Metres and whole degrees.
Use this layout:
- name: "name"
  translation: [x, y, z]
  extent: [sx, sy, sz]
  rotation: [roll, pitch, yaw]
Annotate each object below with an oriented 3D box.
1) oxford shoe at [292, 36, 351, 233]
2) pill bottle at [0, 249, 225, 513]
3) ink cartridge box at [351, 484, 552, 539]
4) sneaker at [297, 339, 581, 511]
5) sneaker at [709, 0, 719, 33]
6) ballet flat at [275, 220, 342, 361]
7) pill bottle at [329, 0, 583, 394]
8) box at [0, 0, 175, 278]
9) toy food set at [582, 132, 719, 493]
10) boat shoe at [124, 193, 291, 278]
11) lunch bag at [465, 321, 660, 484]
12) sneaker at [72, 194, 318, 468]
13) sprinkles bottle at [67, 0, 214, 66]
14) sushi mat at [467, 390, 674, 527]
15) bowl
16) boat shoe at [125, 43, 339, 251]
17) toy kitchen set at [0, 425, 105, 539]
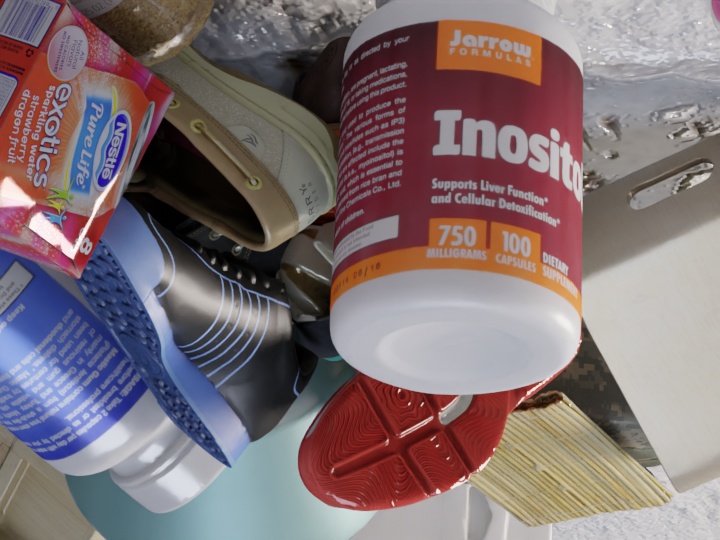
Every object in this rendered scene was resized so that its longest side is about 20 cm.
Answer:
- name: "oxford shoe"
  translation: [-0.007, -0.061, 1.403]
  extent: [0.071, 0.073, 0.200]
  rotation: [2, 166, -7]
- name: "pill bottle"
  translation: [-0.154, 0.036, 1.426]
  extent: [0.200, 0.112, 0.112]
  rotation: [43, 138, -23]
- name: "ink cartridge box"
  translation: [0.051, 0.197, 1.866]
  extent: [0.144, 0.148, 0.200]
  rotation: [3, 155, -2]
- name: "sneaker"
  translation: [0.020, 0.074, 1.418]
  extent: [0.200, 0.078, 0.115]
  rotation: [-30, -177, -40]
- name: "sneaker"
  translation: [0.263, -0.104, 1.280]
  extent: [0.199, 0.074, 0.087]
  rotation: [4, 156, 8]
- name: "ballet flat"
  translation: [0.000, 0.000, 1.381]
  extent: [0.073, 0.073, 0.200]
  rotation: [13, 168, -22]
- name: "pill bottle"
  translation: [0.045, -0.054, 1.249]
  extent: [0.113, 0.200, 0.113]
  rotation: [2, 156, 1]
- name: "box"
  translation: [-0.198, -0.081, 1.245]
  extent: [0.200, 0.100, 0.095]
  rotation: [19, 167, 35]
- name: "toy food set"
  translation: [0.200, 0.019, 1.471]
  extent: [0.143, 0.060, 0.200]
  rotation: [-24, 122, 11]
- name: "boat shoe"
  translation: [-0.083, -0.021, 1.490]
  extent: [0.200, 0.072, 0.068]
  rotation: [17, 152, -21]
- name: "lunch bag"
  translation: [0.114, 0.070, 1.623]
  extent: [0.164, 0.118, 0.200]
  rotation: [5, 162, -15]
- name: "sneaker"
  translation: [-0.080, 0.013, 1.337]
  extent: [0.070, 0.078, 0.200]
  rotation: [33, 160, 34]
- name: "sprinkles bottle"
  translation: [-0.145, -0.159, 1.196]
  extent: [0.068, 0.068, 0.200]
  rotation: [-14, 152, 31]
- name: "sushi mat"
  translation: [0.103, 0.108, 1.546]
  extent: [0.096, 0.012, 0.200]
  rotation: [-10, 156, 21]
- name: "bowl"
  translation: [-0.076, 0.067, 1.576]
  extent: [0.200, 0.201, 0.105]
  rotation: [1, 135, 2]
- name: "boat shoe"
  translation: [-0.103, -0.071, 1.299]
  extent: [0.200, 0.066, 0.074]
  rotation: [24, 141, 22]
- name: "toy kitchen set"
  translation: [-0.162, 0.074, 1.732]
  extent: [0.200, 0.180, 0.163]
  rotation: [-19, 143, -60]
